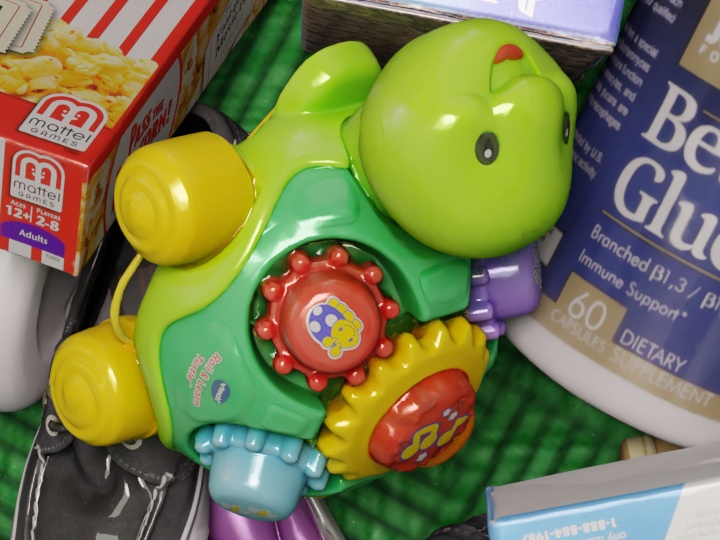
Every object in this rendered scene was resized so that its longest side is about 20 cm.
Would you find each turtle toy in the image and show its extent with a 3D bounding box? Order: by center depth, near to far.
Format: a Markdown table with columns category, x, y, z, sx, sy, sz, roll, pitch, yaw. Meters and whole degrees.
| category | x | y | z | sx | sy | sz | roll | pitch | yaw |
| --- | --- | --- | --- | --- | --- | --- | --- | --- | --- |
| turtle toy | 0.000 | 0.000 | 0.849 | 0.101 | 0.145 | 0.201 | 47 | 132 | 27 |

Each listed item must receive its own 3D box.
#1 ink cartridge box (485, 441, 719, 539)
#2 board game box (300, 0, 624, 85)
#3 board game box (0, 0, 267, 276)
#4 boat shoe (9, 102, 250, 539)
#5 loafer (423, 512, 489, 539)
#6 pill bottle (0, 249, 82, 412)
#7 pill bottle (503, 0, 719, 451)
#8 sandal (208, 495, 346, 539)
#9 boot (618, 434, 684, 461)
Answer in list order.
| category | x | y | z | sx | sy | sz | roll | pitch | yaw |
| --- | --- | --- | --- | --- | --- | --- | --- | --- | --- |
| ink cartridge box | 0.111 | 0.158 | 0.841 | 0.114 | 0.068 | 0.201 | -10 | 94 | 2 |
| board game box | 0.045 | -0.168 | 0.901 | 0.096 | 0.159 | 0.201 | 11 | 87 | -1 |
| board game box | -0.122 | -0.092 | 0.918 | 0.151 | 0.200 | 0.047 | 18 | 129 | 9 |
| boat shoe | -0.076 | 0.036 | 0.929 | 0.070 | 0.066 | 0.201 | 15 | 74 | 21 |
| loafer | 0.072 | 0.175 | 0.919 | 0.068 | 0.070 | 0.202 | -21 | 96 | 48 |
| pill bottle | -0.189 | -0.031 | 0.954 | 0.199 | 0.111 | 0.112 | 17 | 87 | 9 |
| pill bottle | 0.131 | -0.050 | 0.888 | 0.111 | 0.111 | 0.201 | 28 | 105 | 10 |
| sandal | -0.029 | 0.121 | 0.947 | 0.082 | 0.050 | 0.203 | -31 | 79 | 4 |
| boot | 0.180 | 0.126 | 0.906 | 0.155 | 0.073 | 0.201 | -22 | 84 | 6 |
